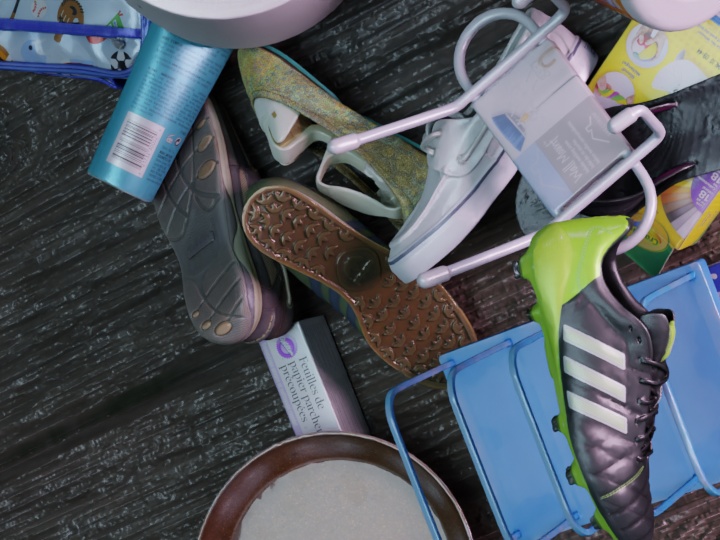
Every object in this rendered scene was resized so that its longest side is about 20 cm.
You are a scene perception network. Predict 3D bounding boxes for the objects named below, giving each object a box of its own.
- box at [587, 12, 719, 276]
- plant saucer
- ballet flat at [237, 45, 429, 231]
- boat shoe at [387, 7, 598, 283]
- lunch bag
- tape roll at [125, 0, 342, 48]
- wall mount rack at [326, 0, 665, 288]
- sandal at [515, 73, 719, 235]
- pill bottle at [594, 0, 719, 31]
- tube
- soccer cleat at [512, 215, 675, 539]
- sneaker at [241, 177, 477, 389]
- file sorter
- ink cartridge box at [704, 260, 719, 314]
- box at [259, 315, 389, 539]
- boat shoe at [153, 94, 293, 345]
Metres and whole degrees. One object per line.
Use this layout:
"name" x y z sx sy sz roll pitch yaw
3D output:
"box" 0.210 -0.106 1.430 0.117 0.048 0.200 41 111 18
"plant saucer" -0.017 0.213 1.535 0.199 0.034 0.201 -1 84 7
"ballet flat" -0.023 -0.089 1.539 0.200 0.071 0.071 34 111 18
"boat shoe" 0.073 -0.085 1.466 0.065 0.074 0.200 38 88 -9
"lunch bag" -0.215 -0.216 1.629 0.199 0.075 0.161 8 102 29
"tape roll" -0.089 -0.257 1.477 0.202 0.139 0.204 0 87 2
"wall mount rack" 0.087 -0.080 1.376 0.174 0.075 0.200 -40 60 12
"sandal" 0.177 -0.075 1.397 0.200 0.048 0.076 -26 84 28
"pill bottle" 0.147 -0.232 1.382 0.200 0.112 0.113 36 114 48
"tube" -0.129 -0.148 1.566 0.050 0.077 0.200 30 93 59
"soccer cleat" 0.150 0.066 1.285 0.081 0.068 0.201 -15 92 16
"sneaker" 0.000 0.000 1.544 0.200 0.090 0.067 39 98 -13
"file sorter" 0.138 0.099 1.401 0.200 0.123 0.139 -22 90 28
"ink cartridge box" 0.207 0.057 1.451 0.200 0.044 0.094 -25 86 28
"box" -0.014 0.132 1.583 0.039 0.041 0.201 -24 85 28
"boat shoe" -0.096 -0.033 1.590 0.074 0.073 0.201 -29 61 34
